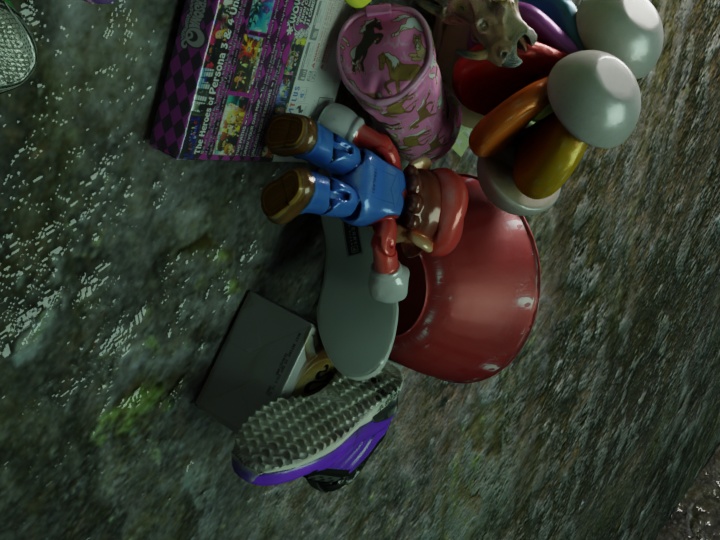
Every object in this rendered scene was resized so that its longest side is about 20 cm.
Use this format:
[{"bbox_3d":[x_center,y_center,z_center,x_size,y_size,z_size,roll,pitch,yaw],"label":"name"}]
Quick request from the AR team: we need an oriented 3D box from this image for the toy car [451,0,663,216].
[{"bbox_3d":[0.152,-0.162,0.949,0.175,0.149,0.202,-47,-168,53],"label":"toy car"}]

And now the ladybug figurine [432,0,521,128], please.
[{"bbox_3d":[0.126,-0.235,1.040,0.133,0.072,0.203,4,120,-26],"label":"ladybug figurine"}]

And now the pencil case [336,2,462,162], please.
[{"bbox_3d":[0.037,-0.154,0.931,0.083,0.087,0.200,-44,166,4],"label":"pencil case"}]

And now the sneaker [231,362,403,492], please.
[{"bbox_3d":[-0.034,0.154,0.944,0.199,0.069,0.101,-23,133,-48],"label":"sneaker"}]

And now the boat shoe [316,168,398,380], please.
[{"bbox_3d":[0.000,0.000,0.969,0.064,0.069,0.204,60,26,-68],"label":"boat shoe"}]

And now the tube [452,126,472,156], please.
[{"bbox_3d":[0.138,-0.216,1.132,0.202,0.057,0.052,-60,-164,1],"label":"tube"}]

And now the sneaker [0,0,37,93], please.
[{"bbox_3d":[-0.230,-0.129,0.540,0.199,0.084,0.079,21,95,-62],"label":"sneaker"}]

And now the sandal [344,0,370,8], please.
[{"bbox_3d":[0.034,-0.276,0.810,0.080,0.086,0.203,45,43,-40],"label":"sandal"}]

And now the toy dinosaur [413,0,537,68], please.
[{"bbox_3d":[0.075,-0.245,0.885,0.136,0.199,0.086,-45,129,-10],"label":"toy dinosaur"}]

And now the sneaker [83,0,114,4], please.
[{"bbox_3d":[-0.113,-0.247,0.658,0.203,0.080,0.088,-66,159,0],"label":"sneaker"}]

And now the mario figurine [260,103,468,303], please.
[{"bbox_3d":[0.000,-0.053,0.888,0.198,0.106,0.125,18,105,-41],"label":"mario figurine"}]

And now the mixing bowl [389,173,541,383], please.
[{"bbox_3d":[0.059,0.010,1.036,0.107,0.199,0.203,-4,116,-48],"label":"mixing bowl"}]

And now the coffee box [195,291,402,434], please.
[{"bbox_3d":[-0.051,0.106,1.031,0.114,0.079,0.200,-63,151,-3],"label":"coffee box"}]

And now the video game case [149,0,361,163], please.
[{"bbox_3d":[-0.065,-0.181,0.826,0.180,0.035,0.203,-9,120,-58],"label":"video game case"}]
